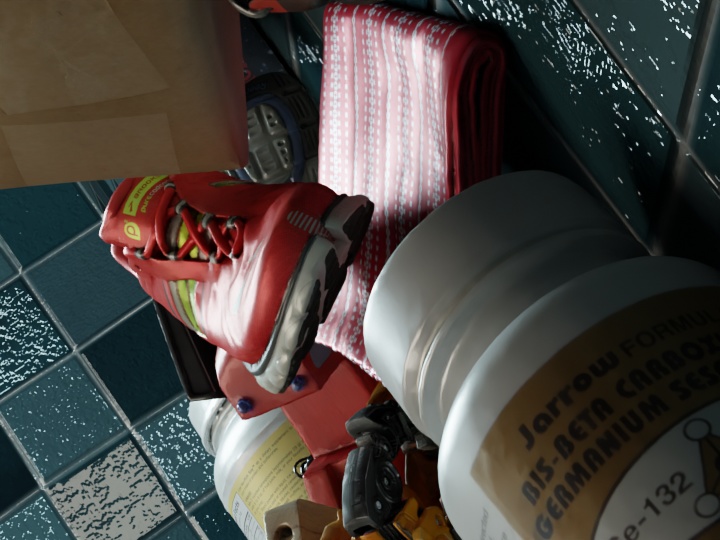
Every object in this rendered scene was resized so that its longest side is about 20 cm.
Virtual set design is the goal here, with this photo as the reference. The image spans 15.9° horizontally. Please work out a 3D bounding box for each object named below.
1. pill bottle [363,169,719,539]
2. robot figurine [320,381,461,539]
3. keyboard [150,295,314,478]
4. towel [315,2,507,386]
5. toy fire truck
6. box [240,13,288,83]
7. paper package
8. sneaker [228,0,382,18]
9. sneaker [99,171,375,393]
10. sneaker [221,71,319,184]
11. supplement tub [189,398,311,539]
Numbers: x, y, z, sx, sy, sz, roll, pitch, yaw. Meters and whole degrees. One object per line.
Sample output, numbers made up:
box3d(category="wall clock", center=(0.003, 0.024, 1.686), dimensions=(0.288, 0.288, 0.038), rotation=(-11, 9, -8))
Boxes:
box3d(category="pill bottle", center=(0.088, 0.062, 0.756), dimensions=(0.200, 0.114, 0.114), rotation=(50, 170, 40))
box3d(category="robot figurine", center=(0.043, 0.100, 1.060), dimensions=(0.145, 0.058, 0.200), rotation=(58, -149, -12))
box3d(category="keyboard", center=(-0.024, 0.044, 1.209), dimensions=(0.200, 0.021, 0.127), rotation=(-3, -115, -59))
box3d(category="towel", center=(0.012, -0.024, 0.952), dimensions=(0.200, 0.022, 0.145), rotation=(-150, 62, -72))
box3d(category="toy fire truck", center=(-0.005, 0.109, 1.084), dimensions=(0.200, 0.049, 0.141), rotation=(58, -149, -15))
box3d(category="box", center=(-0.072, -0.103, 1.352), dimensions=(0.200, 0.038, 0.137), rotation=(55, 172, 11))
box3d(category="paper package", center=(-0.101, -0.143, 0.874), dimensions=(0.200, 0.103, 0.191), rotation=(80, -175, -72))
box3d(category="sneaker", center=(-0.019, -0.115, 0.797), dimensions=(0.077, 0.082, 0.200), rotation=(55, 172, 4))
box3d(category="sneaker", center=(-0.055, -0.005, 0.959), dimensions=(0.085, 0.077, 0.200), rotation=(28, 171, -13))
box3d(category="sneaker", center=(0.000, 0.000, 1.200), dimensions=(0.087, 0.074, 0.200), rotation=(21, -134, -58))
box3d(category="supplement tub", center=(0.013, 0.121, 1.366), dimensions=(0.200, 0.145, 0.145), rotation=(53, 172, 23))
